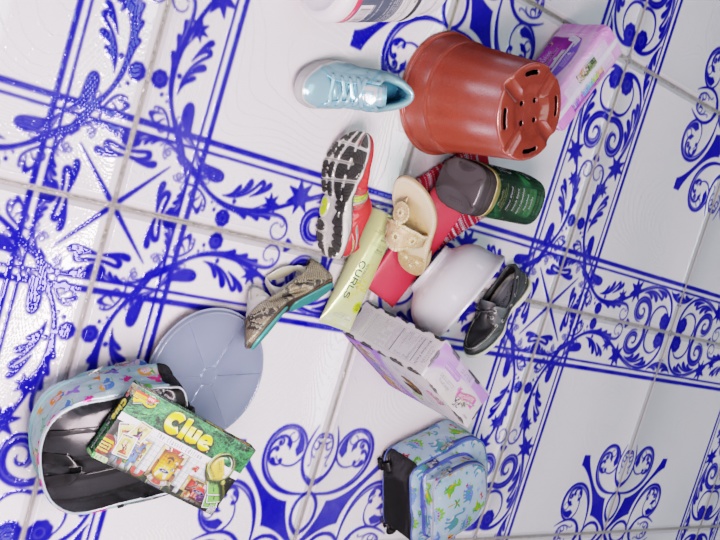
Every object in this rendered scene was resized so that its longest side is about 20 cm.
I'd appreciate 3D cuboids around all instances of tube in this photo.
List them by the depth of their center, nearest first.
[{"bbox_3d":[0.000,0.000,1.557,0.057,0.052,0.202,25,91,-6],"label":"tube"}]

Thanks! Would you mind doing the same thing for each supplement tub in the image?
[{"bbox_3d":[0.018,-0.418,1.355,0.198,0.140,0.142,-13,114,-38],"label":"supplement tub"}]

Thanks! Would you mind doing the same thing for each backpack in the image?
[{"bbox_3d":[-0.329,0.216,1.269,0.198,0.150,0.180,-13,116,-30],"label":"backpack"},{"bbox_3d":[0.148,0.383,1.762,0.199,0.146,0.185,-24,123,-36],"label":"backpack"}]

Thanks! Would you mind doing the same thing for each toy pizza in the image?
[{"bbox_3d":[-0.229,0.150,1.419,0.198,0.032,0.203,-15,113,-37],"label":"toy pizza"}]

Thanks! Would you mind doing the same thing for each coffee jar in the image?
[{"bbox_3d":[0.215,-0.132,1.614,0.199,0.104,0.086,4,110,-50],"label":"coffee jar"}]

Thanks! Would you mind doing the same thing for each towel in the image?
[{"bbox_3d":[0.156,-0.119,1.669,0.199,0.022,0.146,-34,124,-28],"label":"towel"}]

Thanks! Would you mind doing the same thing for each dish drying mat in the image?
[{"bbox_3d":[0.088,-0.038,1.621,0.077,0.018,0.201,37,89,-34],"label":"dish drying mat"}]

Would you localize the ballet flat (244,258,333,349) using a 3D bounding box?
[{"bbox_3d":[-0.122,0.042,1.447,0.200,0.075,0.068,-38,171,-41],"label":"ballet flat"}]

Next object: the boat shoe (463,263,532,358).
[{"bbox_3d":[0.243,0.068,1.780,0.200,0.074,0.066,-48,128,-19],"label":"boat shoe"}]

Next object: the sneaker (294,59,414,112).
[{"bbox_3d":[-0.002,-0.269,1.431,0.198,0.081,0.075,-11,112,-39],"label":"sneaker"}]

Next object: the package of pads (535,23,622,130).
[{"bbox_3d":[0.351,-0.336,1.695,0.201,0.120,0.076,-53,126,-13],"label":"package of pads"}]

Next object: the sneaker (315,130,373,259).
[{"bbox_3d":[-0.015,-0.118,1.495,0.084,0.076,0.203,-8,118,-51],"label":"sneaker"}]

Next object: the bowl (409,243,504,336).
[{"bbox_3d":[0.145,0.024,1.634,0.090,0.201,0.202,40,74,1],"label":"bowl"}]

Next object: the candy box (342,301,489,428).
[{"bbox_3d":[0.090,0.153,1.588,0.072,0.199,0.168,-51,132,-14],"label":"candy box"}]

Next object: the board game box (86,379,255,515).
[{"bbox_3d":[-0.235,0.227,1.234,0.199,0.023,0.105,36,85,-34],"label":"board game box"}]

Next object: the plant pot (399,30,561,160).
[{"bbox_3d":[0.196,-0.263,1.532,0.199,0.194,0.204,-16,116,-36],"label":"plant pot"}]

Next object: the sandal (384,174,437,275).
[{"bbox_3d":[0.071,-0.048,1.508,0.070,0.077,0.213,-54,155,-29],"label":"sandal"}]
